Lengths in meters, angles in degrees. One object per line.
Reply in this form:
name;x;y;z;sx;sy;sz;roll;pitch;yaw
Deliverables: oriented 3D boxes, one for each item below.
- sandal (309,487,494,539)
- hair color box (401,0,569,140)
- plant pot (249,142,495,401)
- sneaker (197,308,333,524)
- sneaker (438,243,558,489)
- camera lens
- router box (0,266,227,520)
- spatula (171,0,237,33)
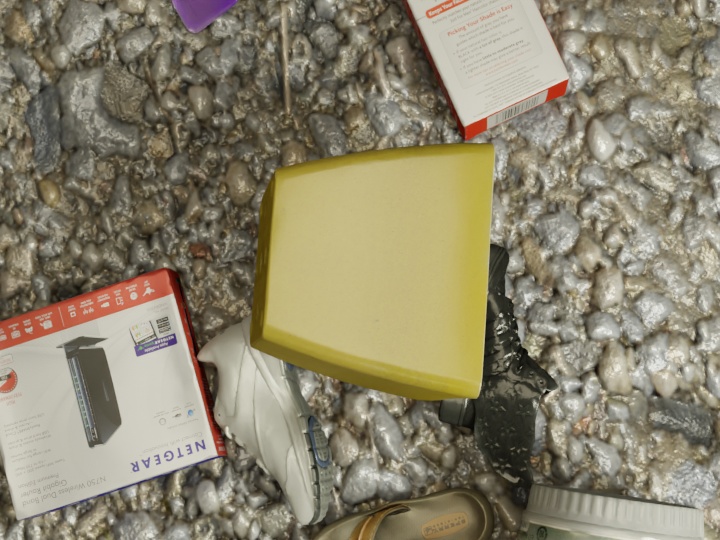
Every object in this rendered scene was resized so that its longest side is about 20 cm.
sandal;0.027;0.249;1.074;0.197;0.054;0.082;-22;81;1
hair color box;0.106;-0.240;1.130;0.109;0.064;0.203;-23;82;2
plant pot;0.000;0.000;1.017;0.173;0.200;0.204;6;82;-9
sneaker;-0.084;0.140;1.096;0.086;0.075;0.203;-25;72;6
sneaker;0.134;0.086;1.087;0.102;0.060;0.203;16;89;8
camera lens;0.202;0.290;1.000;0.157;0.160;0.204;7;83;6
router box;-0.242;0.115;1.117;0.197;0.049;0.183;-18;81;2
spatula;-0.098;-0.309;1.176;0.198;0.021;0.057;-33;93;-3
